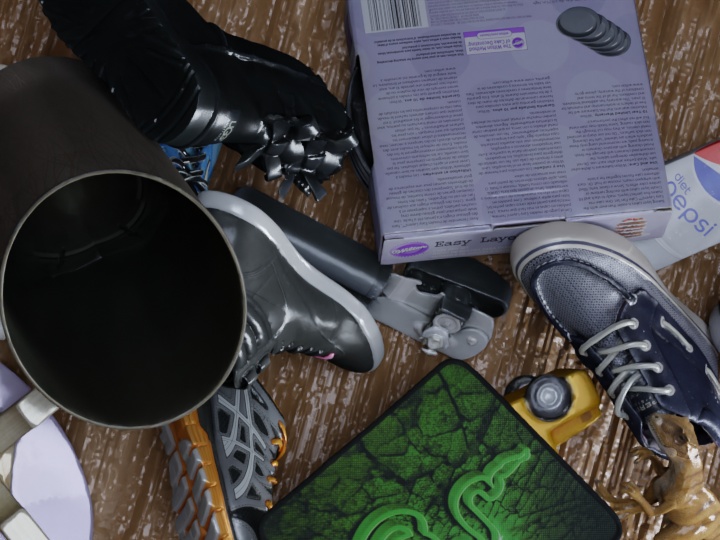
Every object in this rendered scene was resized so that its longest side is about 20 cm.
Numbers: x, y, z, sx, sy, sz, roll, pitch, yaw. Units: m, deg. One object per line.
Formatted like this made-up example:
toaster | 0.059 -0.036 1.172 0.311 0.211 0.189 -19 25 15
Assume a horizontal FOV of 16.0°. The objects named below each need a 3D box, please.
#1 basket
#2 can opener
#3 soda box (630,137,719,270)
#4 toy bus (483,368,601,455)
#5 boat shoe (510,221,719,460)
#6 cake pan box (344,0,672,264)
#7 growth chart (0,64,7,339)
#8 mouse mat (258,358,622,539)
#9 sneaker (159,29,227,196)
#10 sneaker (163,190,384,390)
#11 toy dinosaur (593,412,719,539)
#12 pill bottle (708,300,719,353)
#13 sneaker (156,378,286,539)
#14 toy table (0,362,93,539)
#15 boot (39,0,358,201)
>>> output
basket | -0.163 -0.031 1.506 0.136 0.200 0.181 -26 127 -5
can opener | 0.000 0.000 1.679 0.200 0.053 0.067 24 48 -11
soda box | 0.246 -0.057 1.716 0.200 0.068 0.064 -23 92 -11
toy bus | 0.066 0.134 1.670 0.200 0.065 0.078 -26 92 -11
boat shoe | 0.171 0.049 1.638 0.200 0.075 0.093 33 37 -38
cake pan box | 0.090 -0.102 1.656 0.200 0.052 0.185 -7 65 -6
growth chart | -0.267 -0.048 1.610 0.144 0.018 0.200 -2 67 -13
mouse mat | 0.052 0.159 1.582 0.161 0.008 0.200 45 57 9
sneaker | -0.112 -0.056 1.622 0.078 0.090 0.200 19 87 -37
sneaker | -0.060 0.040 1.606 0.200 0.071 0.099 44 63 -47
toy dinosaur | 0.214 0.161 1.669 0.106 0.200 0.061 -16 57 17
pill bottle | 0.327 -0.005 1.665 0.112 0.112 0.200 35 113 -8
sneaker | -0.080 0.117 1.617 0.077 0.078 0.200 -4 66 -23
toy table | -0.241 0.120 1.584 0.200 0.117 0.184 40 80 -6
boot | -0.096 -0.132 1.552 0.073 0.162 0.198 -47 60 21
